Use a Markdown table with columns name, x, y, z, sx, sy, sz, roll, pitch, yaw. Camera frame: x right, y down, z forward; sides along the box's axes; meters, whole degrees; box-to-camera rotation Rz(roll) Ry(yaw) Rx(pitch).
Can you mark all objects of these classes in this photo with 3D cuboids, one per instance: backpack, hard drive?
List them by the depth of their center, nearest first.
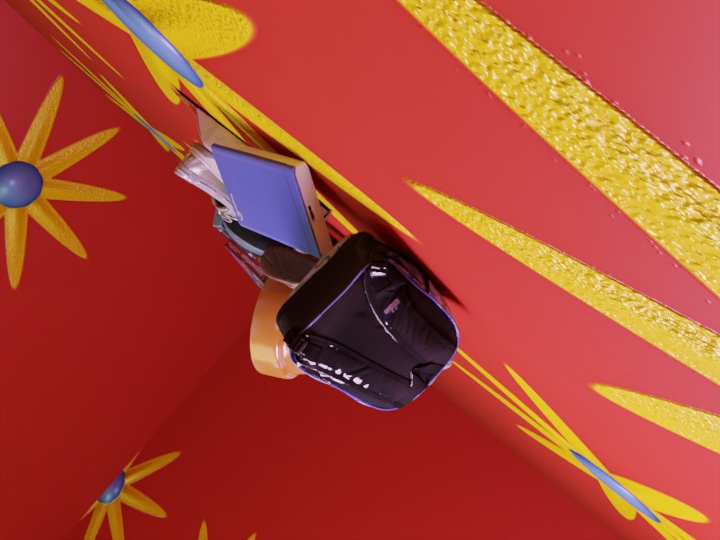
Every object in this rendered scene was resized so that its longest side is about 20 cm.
| name | x | y | z | sx | sy | sz | roll | pitch | yaw |
| --- | --- | --- | --- | --- | --- | --- | --- | --- | --- |
| backpack | 0.016 | 0.062 | 0.950 | 0.200 | 0.183 | 0.147 | 38 | -168 | -30 |
| hard drive | -0.121 | -0.098 | 1.004 | 0.200 | 0.025 | 0.132 | 22 | 138 | 47 |

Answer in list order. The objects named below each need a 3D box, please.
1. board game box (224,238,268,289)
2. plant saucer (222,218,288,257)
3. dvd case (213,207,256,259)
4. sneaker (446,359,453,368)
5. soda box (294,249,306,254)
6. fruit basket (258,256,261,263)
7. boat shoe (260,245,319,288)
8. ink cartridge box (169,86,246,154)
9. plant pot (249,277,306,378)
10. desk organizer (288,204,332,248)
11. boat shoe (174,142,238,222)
| name | x | y | z | sx | sy | sz | roll | pitch | yaw |
| --- | --- | --- | --- | --- | --- | --- | --- | --- | --- |
| board game box | -0.182 | 0.017 | 1.401 | 0.103 | 0.019 | 0.200 | 39 | 169 | 23 |
| plant saucer | -0.165 | -0.067 | 1.392 | 0.199 | 0.028 | 0.200 | 21 | -155 | -10 |
| dvd case | -0.237 | -0.121 | 1.495 | 0.022 | 0.147 | 0.200 | 3 | 165 | 14 |
| sneaker | 0.118 | 0.137 | 1.409 | 0.199 | 0.080 | 0.078 | 9 | -162 | -48 |
| soda box | -0.157 | -0.112 | 1.353 | 0.200 | 0.064 | 0.068 | 39 | 175 | 26 |
| fruit basket | -0.149 | 0.010 | 1.538 | 0.186 | 0.094 | 0.200 | 55 | 159 | -5 |
| boat shoe | -0.065 | 0.012 | 1.229 | 0.199 | 0.074 | 0.066 | 27 | -178 | -2 |
| ink cartridge box | -0.233 | -0.203 | 1.253 | 0.200 | 0.050 | 0.161 | 37 | 173 | 20 |
| plant pot | -0.069 | 0.105 | 1.330 | 0.182 | 0.201 | 0.200 | 11 | 165 | 17 |
| desk organizer | -0.107 | -0.086 | 1.178 | 0.077 | 0.072 | 0.200 | 44 | 174 | -7 |
| boat shoe | -0.239 | -0.131 | 1.255 | 0.074 | 0.065 | 0.202 | 39 | 170 | 29 |
